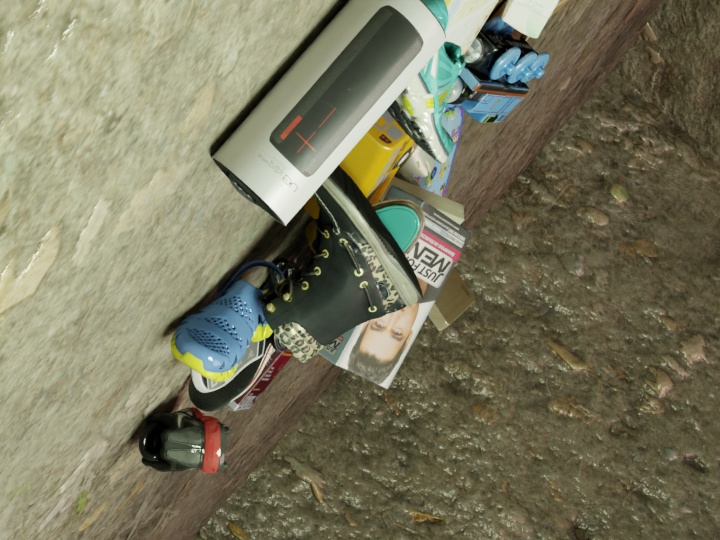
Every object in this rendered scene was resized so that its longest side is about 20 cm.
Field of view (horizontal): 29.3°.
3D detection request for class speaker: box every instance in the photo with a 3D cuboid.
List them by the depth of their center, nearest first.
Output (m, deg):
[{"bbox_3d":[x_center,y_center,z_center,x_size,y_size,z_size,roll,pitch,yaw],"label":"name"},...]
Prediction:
[{"bbox_3d":[-0.025,-0.134,1.083,0.200,0.081,0.081,-49,174,-5],"label":"speaker"}]

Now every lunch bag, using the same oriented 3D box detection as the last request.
[{"bbox_3d":[0.071,-0.134,1.770,0.150,0.094,0.202,-34,154,-58],"label":"lunch bag"}]

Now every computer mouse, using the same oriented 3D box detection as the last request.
[{"bbox_3d":[-0.138,0.070,1.573,0.199,0.043,0.111,-32,129,-48],"label":"computer mouse"}]

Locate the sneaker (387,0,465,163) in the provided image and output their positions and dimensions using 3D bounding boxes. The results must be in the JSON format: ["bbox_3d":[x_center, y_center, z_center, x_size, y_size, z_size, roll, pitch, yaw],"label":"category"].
[{"bbox_3d":[0.065,-0.169,1.255,0.079,0.078,0.201,-37,151,-9],"label":"sneaker"}]

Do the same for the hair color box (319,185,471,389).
[{"bbox_3d":[0.032,0.020,1.530,0.099,0.060,0.202,27,92,-46],"label":"hair color box"}]

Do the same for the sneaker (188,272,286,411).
[{"bbox_3d":[-0.129,0.090,1.716,0.202,0.067,0.108,-53,171,6],"label":"sneaker"}]

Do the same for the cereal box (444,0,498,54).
[{"bbox_3d":[0.085,-0.250,1.348,0.144,0.039,0.200,-56,171,35],"label":"cereal box"}]

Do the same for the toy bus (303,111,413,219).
[{"bbox_3d":[-0.005,-0.103,1.456,0.078,0.065,0.201,-43,171,-38],"label":"toy bus"}]

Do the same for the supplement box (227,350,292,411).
[{"bbox_3d":[-0.116,0.092,1.842,0.201,0.061,0.109,-51,173,1],"label":"supplement box"}]

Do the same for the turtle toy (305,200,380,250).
[{"bbox_3d":[0.000,0.000,1.622,0.100,0.147,0.201,-13,142,-14],"label":"turtle toy"}]

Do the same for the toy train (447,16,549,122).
[{"bbox_3d":[0.144,-0.230,1.593,0.114,0.087,0.199,-48,165,21],"label":"toy train"}]

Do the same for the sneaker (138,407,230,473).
[{"bbox_3d":[-0.228,0.204,1.678,0.200,0.096,0.072,179,-85,-69],"label":"sneaker"}]

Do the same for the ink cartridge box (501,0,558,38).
[{"bbox_3d":[0.211,-0.355,1.374,0.200,0.050,0.162,123,-10,-60],"label":"ink cartridge box"}]

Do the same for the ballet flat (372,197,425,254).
[{"bbox_3d":[-0.007,-0.018,1.468,0.199,0.068,0.067,-38,-171,24],"label":"ballet flat"}]

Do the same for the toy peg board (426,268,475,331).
[{"bbox_3d":[0.055,0.002,1.972,0.097,0.200,0.200,-34,178,18],"label":"toy peg board"}]

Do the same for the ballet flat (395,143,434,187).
[{"bbox_3d":[0.044,-0.121,1.645,0.201,0.072,0.068,-57,-178,45],"label":"ballet flat"}]

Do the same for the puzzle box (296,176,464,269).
[{"bbox_3d":[0.020,-0.037,1.690,0.200,0.132,0.026,-47,-148,43],"label":"puzzle box"}]

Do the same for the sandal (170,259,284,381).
[{"bbox_3d":[-0.133,0.045,1.435,0.088,0.079,0.200,-59,178,26],"label":"sandal"}]

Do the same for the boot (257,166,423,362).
[{"bbox_3d":[-0.046,-0.009,1.378,0.153,0.204,0.074,-31,-150,11],"label":"boot"}]

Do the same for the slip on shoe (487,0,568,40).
[{"bbox_3d":[0.182,-0.285,1.707,0.201,0.060,0.076,-50,174,5],"label":"slip on shoe"}]
